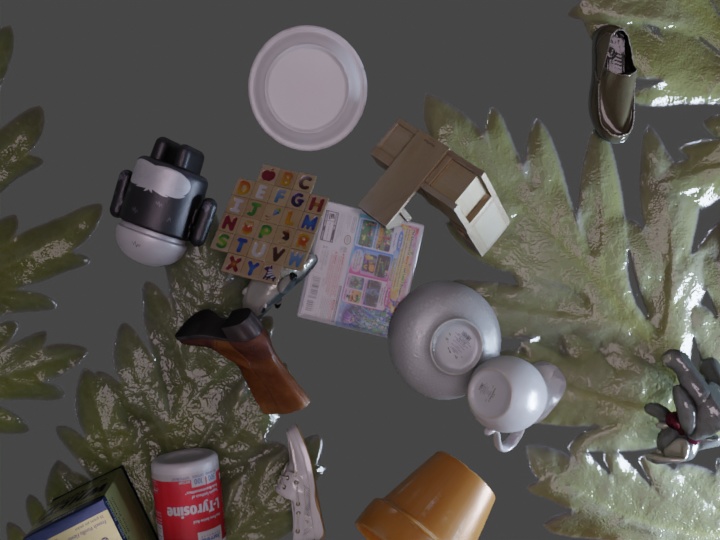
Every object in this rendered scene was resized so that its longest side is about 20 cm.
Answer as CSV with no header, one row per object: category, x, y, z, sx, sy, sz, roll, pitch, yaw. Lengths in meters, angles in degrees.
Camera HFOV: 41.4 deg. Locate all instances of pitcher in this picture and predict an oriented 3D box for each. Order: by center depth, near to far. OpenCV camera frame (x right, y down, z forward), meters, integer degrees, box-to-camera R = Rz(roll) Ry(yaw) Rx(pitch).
pitcher,0.245,0.227,1.574,0.120,0.199,0.174,29,100,32

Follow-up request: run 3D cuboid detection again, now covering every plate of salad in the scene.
plate of salad,-0.087,-0.301,1.578,0.196,0.048,0.204,0,101,1

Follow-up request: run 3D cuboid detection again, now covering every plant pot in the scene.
plant pot,0.122,0.411,1.577,0.200,0.200,0.184,43,73,-6

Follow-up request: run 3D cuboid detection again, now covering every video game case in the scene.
video game case,0.000,0.000,1.615,0.179,0.024,0.203,13,91,-6

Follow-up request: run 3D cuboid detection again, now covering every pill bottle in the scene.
pill bottle,-0.279,0.404,1.566,0.110,0.112,0.204,-6,94,-5

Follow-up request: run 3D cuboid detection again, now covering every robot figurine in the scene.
robot figurine,-0.317,-0.107,1.531,0.124,0.150,0.203,18,91,-35

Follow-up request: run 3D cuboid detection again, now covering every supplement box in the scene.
supplement box,-0.409,0.450,1.512,0.133,0.200,0.202,-25,95,-4

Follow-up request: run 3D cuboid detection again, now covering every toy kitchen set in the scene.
toy kitchen set,0.108,-0.108,1.596,0.199,0.181,0.164,38,85,33

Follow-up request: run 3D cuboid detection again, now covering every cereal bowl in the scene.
cereal bowl,0.148,0.121,1.595,0.197,0.083,0.204,-1,96,-12

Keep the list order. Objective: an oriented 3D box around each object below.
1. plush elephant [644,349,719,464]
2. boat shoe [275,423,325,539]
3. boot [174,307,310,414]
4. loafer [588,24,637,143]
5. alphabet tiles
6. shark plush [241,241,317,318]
plush elephant,0.558,0.256,1.631,0.155,0.163,0.202,-42,59,33
boat shoe,-0.109,0.361,1.600,0.068,0.071,0.203,-11,95,-6
boot,-0.196,0.154,1.578,0.186,0.069,0.201,-12,123,31
loafer,0.429,-0.318,1.615,0.074,0.070,0.204,-7,94,-5
alphabet tiles,-0.148,-0.077,1.551,0.164,0.006,0.203,14,69,16
shark plush,-0.146,0.050,1.574,0.090,0.083,0.202,33,99,29
